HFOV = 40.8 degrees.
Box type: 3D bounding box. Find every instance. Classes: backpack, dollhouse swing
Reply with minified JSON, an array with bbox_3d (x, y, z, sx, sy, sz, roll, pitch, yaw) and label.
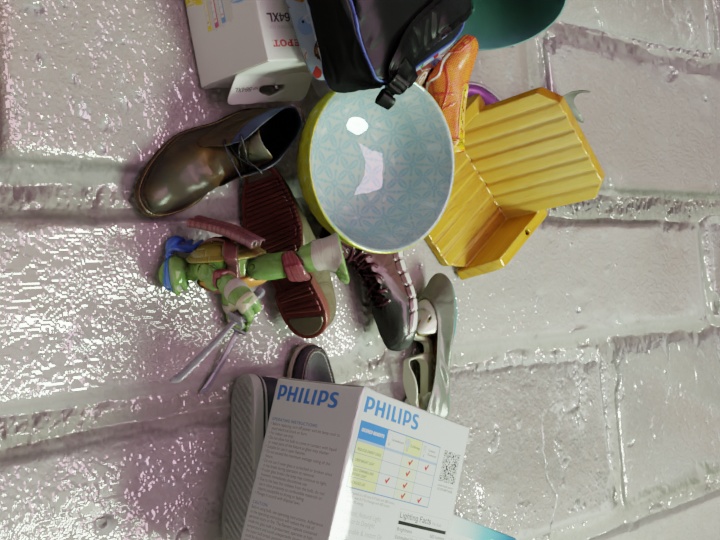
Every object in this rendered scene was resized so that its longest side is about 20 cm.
[{"bbox_3d":[0.020,-0.285,0.995,0.190,0.153,0.202,-30,115,-36],"label":"backpack"},{"bbox_3d":[0.183,-0.111,1.261,0.182,0.175,0.201,-47,117,-25],"label":"dollhouse swing"}]

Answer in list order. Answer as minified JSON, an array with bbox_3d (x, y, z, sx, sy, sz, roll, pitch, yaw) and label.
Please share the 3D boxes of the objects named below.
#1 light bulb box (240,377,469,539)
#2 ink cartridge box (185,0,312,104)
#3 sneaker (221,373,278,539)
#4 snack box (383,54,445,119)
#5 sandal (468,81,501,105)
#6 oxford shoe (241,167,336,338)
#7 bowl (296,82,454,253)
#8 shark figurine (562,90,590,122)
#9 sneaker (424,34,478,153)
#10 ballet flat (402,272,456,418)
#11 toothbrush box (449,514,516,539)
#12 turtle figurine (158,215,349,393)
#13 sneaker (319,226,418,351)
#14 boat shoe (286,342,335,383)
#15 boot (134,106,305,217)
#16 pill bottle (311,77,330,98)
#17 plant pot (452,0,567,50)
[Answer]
[{"bbox_3d":[-0.004,0.233,1.001,0.197,0.124,0.203,27,71,-46],"label":"light bulb box"},{"bbox_3d":[-0.105,-0.289,1.063,0.128,0.124,0.203,-15,94,-43],"label":"ink cartridge box"},{"bbox_3d":[-0.098,0.216,1.042,0.079,0.078,0.203,12,75,-36],"label":"sneaker"},{"bbox_3d":[0.081,-0.235,1.222,0.024,0.072,0.200,40,24,8],"label":"snack box"},{"bbox_3d":[0.188,-0.180,1.349,0.082,0.050,0.203,-38,123,3],"label":"sandal"},{"bbox_3d":[-0.080,-0.025,1.111,0.075,0.070,0.203,-34,109,-68],"label":"oxford shoe"},{"bbox_3d":[0.000,-0.122,1.107,0.198,0.107,0.203,-3,96,-34],"label":"bowl"},{"bbox_3d":[0.271,-0.200,1.460,0.215,0.126,0.090,-61,151,-50],"label":"shark figurine"},{"bbox_3d":[0.105,-0.186,1.180,0.202,0.076,0.073,-68,165,18],"label":"sneaker"},{"bbox_3d":[0.085,0.100,1.238,0.063,0.067,0.203,9,79,-35],"label":"ballet flat"},{"bbox_3d":[0.091,0.376,1.196,0.199,0.085,0.148,29,67,-38],"label":"toothbrush box"},{"bbox_3d":[-0.103,0.037,1.003,0.145,0.191,0.202,79,-4,-56],"label":"turtle figurine"},{"bbox_3d":[0.000,0.000,1.174,0.114,0.075,0.203,1,74,-38],"label":"sneaker"},{"bbox_3d":[-0.037,0.183,1.113,0.072,0.062,0.203,-4,88,-44],"label":"boat shoe"},{"bbox_3d":[-0.146,-0.124,1.024,0.200,0.096,0.075,-44,114,-38],"label":"boot"},{"bbox_3d":[0.024,-0.280,1.195,0.200,0.108,0.110,-46,115,-37],"label":"pill bottle"},{"bbox_3d":[0.169,-0.422,1.301,0.199,0.199,0.163,19,58,-40],"label":"plant pot"}]
